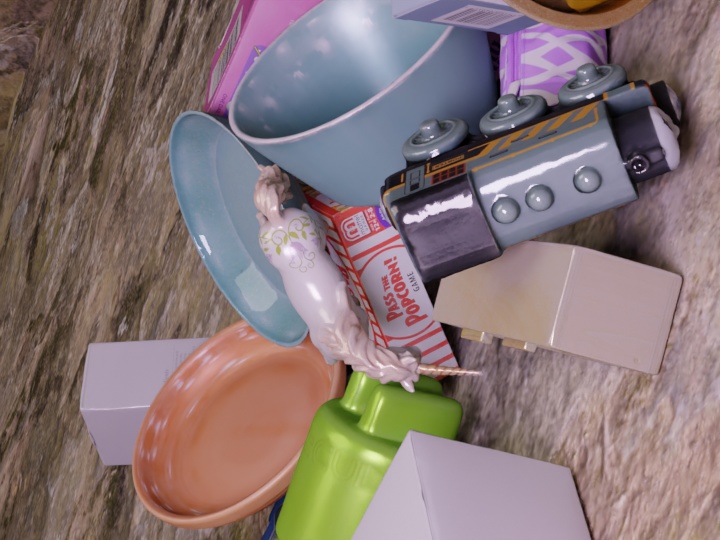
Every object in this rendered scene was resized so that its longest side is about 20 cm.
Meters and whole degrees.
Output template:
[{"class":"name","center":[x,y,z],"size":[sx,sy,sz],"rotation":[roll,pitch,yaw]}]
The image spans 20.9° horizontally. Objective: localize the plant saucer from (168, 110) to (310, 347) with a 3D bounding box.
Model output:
[{"class":"plant saucer","center":[-0.082,-0.038,1.517],"size":[0.200,0.036,0.200],"rotation":[44,150,34]}]

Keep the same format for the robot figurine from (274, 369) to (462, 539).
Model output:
[{"class":"robot figurine","center":[0.005,0.170,1.395],"size":[0.175,0.116,0.200],"rotation":[43,116,63]}]

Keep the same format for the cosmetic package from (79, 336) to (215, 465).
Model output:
[{"class":"cosmetic package","center":[-0.130,0.110,1.670],"size":[0.102,0.200,0.074],"rotation":[82,-172,-55]}]

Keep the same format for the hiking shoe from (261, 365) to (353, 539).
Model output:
[{"class":"hiking shoe","center":[-0.033,0.167,1.569],"size":[0.087,0.074,0.200],"rotation":[25,89,60]}]

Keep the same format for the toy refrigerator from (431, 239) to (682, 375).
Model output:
[{"class":"toy refrigerator","center":[0.119,0.021,1.245],"size":[0.200,0.076,0.070],"rotation":[-168,93,-71]}]

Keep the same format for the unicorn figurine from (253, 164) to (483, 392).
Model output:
[{"class":"unicorn figurine","center":[-0.019,0.018,1.357],"size":[0.074,0.200,0.137],"rotation":[-45,6,0]}]

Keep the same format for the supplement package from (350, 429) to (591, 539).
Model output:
[{"class":"supplement package","center":[0.050,0.219,1.222],"size":[0.117,0.117,0.200],"rotation":[-100,30,-53]}]

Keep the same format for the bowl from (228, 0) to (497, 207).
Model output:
[{"class":"bowl","center":[0.018,-0.121,1.385],"size":[0.201,0.105,0.201],"rotation":[-28,30,17]}]

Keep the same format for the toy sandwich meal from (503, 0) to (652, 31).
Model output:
[{"class":"toy sandwich meal","center":[0.142,-0.247,1.226],"size":[0.070,0.205,0.205],"rotation":[-22,55,60]}]

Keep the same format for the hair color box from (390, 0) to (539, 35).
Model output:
[{"class":"hair color box","center":[0.071,-0.262,1.273],"size":[0.061,0.099,0.200],"rotation":[-13,77,53]}]

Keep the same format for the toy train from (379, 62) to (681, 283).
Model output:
[{"class":"toy train","center":[0.105,-0.060,1.209],"size":[0.114,0.200,0.085],"rotation":[-84,-27,-65]}]

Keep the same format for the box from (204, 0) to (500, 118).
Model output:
[{"class":"box","center":[0.002,-0.177,1.530],"size":[0.097,0.200,0.176],"rotation":[-89,23,-54]}]

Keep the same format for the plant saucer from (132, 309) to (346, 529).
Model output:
[{"class":"plant saucer","center":[-0.091,0.121,1.538],"size":[0.200,0.037,0.200],"rotation":[-25,39,22]}]

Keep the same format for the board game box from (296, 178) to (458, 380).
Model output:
[{"class":"board game box","center":[0.000,0.000,1.522],"size":[0.152,0.046,0.200],"rotation":[67,169,-15]}]

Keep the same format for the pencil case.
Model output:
[{"class":"pencil case","center":[0.125,-0.149,1.344],"size":[0.084,0.085,0.200],"rotation":[-40,37,43]}]
